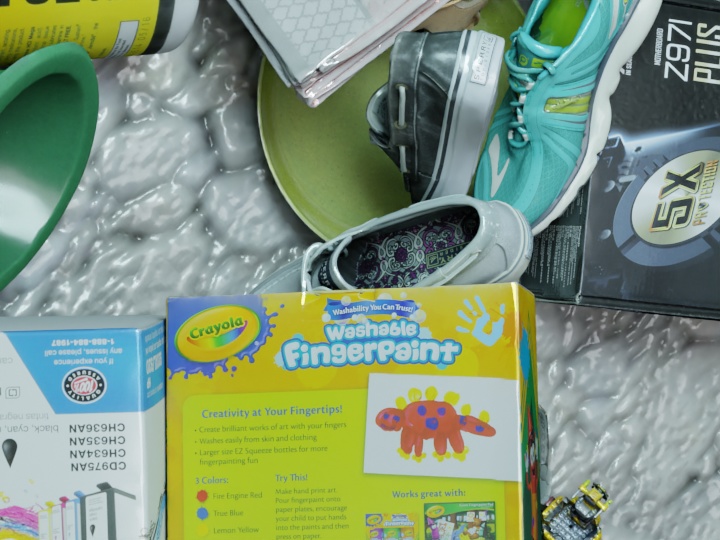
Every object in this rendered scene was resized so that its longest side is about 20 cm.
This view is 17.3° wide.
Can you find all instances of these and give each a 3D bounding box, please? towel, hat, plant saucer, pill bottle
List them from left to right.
[{"bbox_3d":[-0.270,-0.079,1.311,0.200,0.176,0.166,-42,153,-54],"label":"hat"},{"bbox_3d":[-0.199,-0.170,1.322,0.199,0.112,0.113,-7,95,-23],"label":"pill bottle"},{"bbox_3d":[-0.009,-0.220,1.351,0.191,0.200,0.032,-39,151,5],"label":"towel"},{"bbox_3d":[0.024,-0.102,1.467,0.199,0.031,0.201,-1,93,-23],"label":"plant saucer"}]

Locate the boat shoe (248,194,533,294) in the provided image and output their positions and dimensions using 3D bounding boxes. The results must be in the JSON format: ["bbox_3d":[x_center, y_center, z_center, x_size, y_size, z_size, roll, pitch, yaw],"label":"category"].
[{"bbox_3d":[0.001,0.001,1.382,0.071,0.200,0.070,27,47,-56],"label":"boat shoe"}]

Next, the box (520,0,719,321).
[{"bbox_3d":[0.199,-0.072,1.514,0.163,0.086,0.201,6,89,-23],"label":"box"}]

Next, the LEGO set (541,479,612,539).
[{"bbox_3d":[0.054,0.128,1.397,0.154,0.116,0.200,-34,72,-21],"label":"LEGO set"}]

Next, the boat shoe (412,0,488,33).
[{"bbox_3d":[0.040,-0.167,1.423,0.199,0.071,0.065,-17,104,-14],"label":"boat shoe"}]

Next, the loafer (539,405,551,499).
[{"bbox_3d":[0.082,0.175,1.483,0.072,0.063,0.201,22,83,-23],"label":"loafer"}]

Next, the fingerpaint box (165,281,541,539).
[{"bbox_3d":[-0.003,0.095,1.307,0.199,0.073,0.168,-3,82,13],"label":"fingerpaint box"}]

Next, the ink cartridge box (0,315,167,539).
[{"bbox_3d":[-0.179,0.128,1.300,0.147,0.145,0.201,-1,92,1],"label":"ink cartridge box"}]

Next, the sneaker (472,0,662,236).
[{"bbox_3d":[0.110,-0.116,1.422,0.080,0.077,0.201,5,109,-53],"label":"sneaker"}]

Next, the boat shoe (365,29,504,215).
[{"bbox_3d":[0.039,-0.091,1.369,0.071,0.200,0.072,16,66,3],"label":"boat shoe"}]
